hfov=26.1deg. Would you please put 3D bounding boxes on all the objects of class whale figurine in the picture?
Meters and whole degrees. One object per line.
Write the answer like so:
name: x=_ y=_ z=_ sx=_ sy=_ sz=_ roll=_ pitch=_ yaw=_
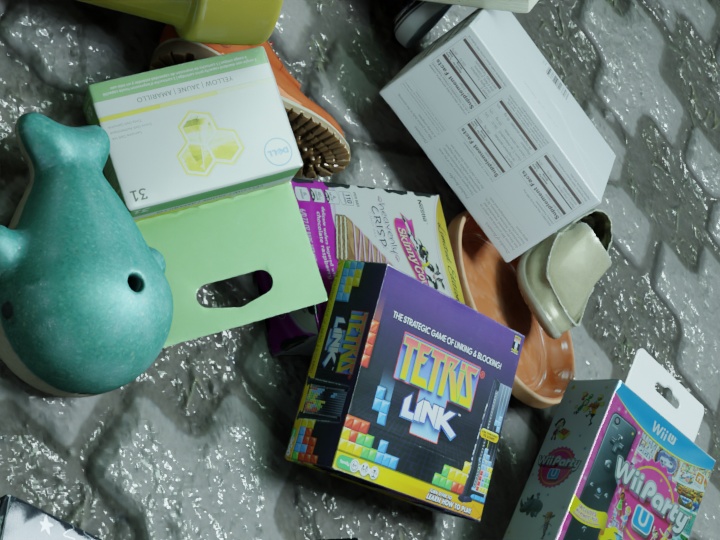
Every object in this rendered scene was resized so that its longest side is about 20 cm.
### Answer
whale figurine: x=-0.189 y=-0.016 z=1.071 sx=0.159 sy=0.104 sz=0.201 roll=10 pitch=69 yaw=-45

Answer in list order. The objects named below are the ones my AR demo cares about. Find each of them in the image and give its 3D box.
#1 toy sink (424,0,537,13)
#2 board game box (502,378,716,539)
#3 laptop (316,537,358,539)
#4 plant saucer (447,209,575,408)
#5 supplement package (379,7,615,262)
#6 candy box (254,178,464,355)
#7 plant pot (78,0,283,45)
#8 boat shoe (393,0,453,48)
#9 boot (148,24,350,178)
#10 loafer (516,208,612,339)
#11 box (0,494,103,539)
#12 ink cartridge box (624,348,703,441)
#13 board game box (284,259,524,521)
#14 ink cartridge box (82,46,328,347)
toy sink: x=0.086 y=-0.330 z=1.466 sx=0.130 sy=0.199 sz=0.112 roll=-52 pitch=146 yaw=-49
board game box: x=0.211 y=0.215 z=1.340 sx=0.147 sy=0.064 sz=0.200 roll=38 pitch=64 yaw=-29
laptop: x=-0.051 y=0.303 z=1.143 sx=0.200 sy=0.116 sz=0.188 roll=32 pitch=42 yaw=-74
plant saucer: x=0.137 y=0.036 z=1.463 sx=0.200 sy=0.032 sz=0.201 roll=41 pitch=36 yaw=-38
supplement package: x=0.133 y=-0.137 z=1.470 sx=0.200 sy=0.111 sz=0.156 roll=53 pitch=23 yaw=-8
candy box: x=0.000 y=0.000 z=1.322 sx=0.200 sy=0.061 sz=0.137 roll=3 pitch=69 yaw=-49
plant pot: x=-0.161 y=-0.274 z=1.168 sx=0.188 sy=0.201 sz=0.201 roll=2 pitch=66 yaw=-16
boat shoe: x=0.070 y=-0.290 z=1.561 sx=0.066 sy=0.070 sz=0.200 roll=41 pitch=44 yaw=-2
boot: x=-0.082 y=-0.160 z=1.309 sx=0.200 sy=0.075 sz=0.107 roll=35 pitch=42 yaw=-31
loafer: x=0.203 y=-0.009 z=1.507 sx=0.076 sy=0.068 sz=0.200 roll=53 pitch=29 yaw=-20
box: x=-0.180 y=0.244 z=0.941 sx=0.200 sy=0.115 sz=0.132 roll=34 pitch=49 yaw=-32
ink cartridge box: x=0.234 y=0.184 z=1.443 sx=0.115 sy=0.068 sz=0.200 roll=41 pitch=63 yaw=-28
board game box: x=0.042 y=0.101 z=1.261 sx=0.200 sy=0.057 sz=0.166 roll=26 pitch=75 yaw=-46
ink cartridge box: x=-0.113 y=-0.058 z=1.184 sx=0.145 sy=0.048 sz=0.201 roll=-16 pitch=80 yaw=-20
